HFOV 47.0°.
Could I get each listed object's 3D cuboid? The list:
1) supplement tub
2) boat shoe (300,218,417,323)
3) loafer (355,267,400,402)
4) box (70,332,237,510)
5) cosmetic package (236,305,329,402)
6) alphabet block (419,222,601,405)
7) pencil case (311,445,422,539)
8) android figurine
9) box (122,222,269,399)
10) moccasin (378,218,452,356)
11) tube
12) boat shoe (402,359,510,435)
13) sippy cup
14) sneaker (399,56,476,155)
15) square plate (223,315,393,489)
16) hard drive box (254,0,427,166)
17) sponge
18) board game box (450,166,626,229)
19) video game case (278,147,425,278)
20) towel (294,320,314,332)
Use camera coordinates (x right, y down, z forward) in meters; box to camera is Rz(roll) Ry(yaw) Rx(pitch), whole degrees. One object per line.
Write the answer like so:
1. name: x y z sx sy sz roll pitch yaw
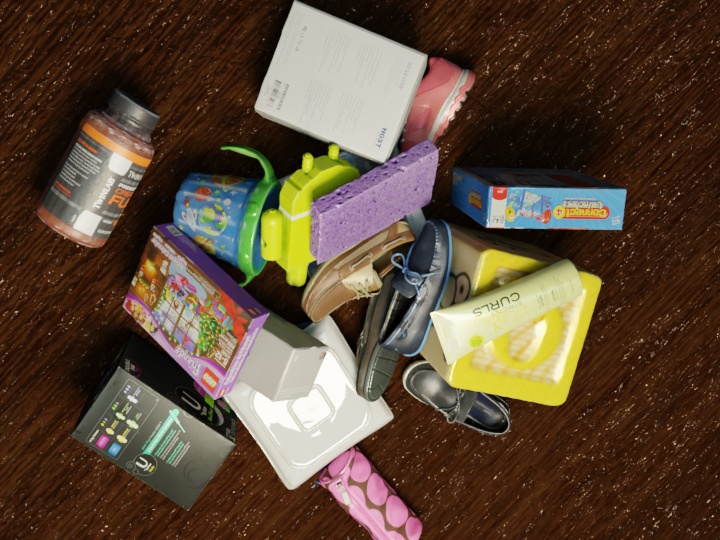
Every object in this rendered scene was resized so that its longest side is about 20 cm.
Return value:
1. supplement tub: -0.351 -0.141 1.127 0.105 0.107 0.203 30 97 -14
2. boat shoe: 0.000 0.000 1.185 0.200 0.076 0.074 -46 60 -4
3. loafer: 0.027 0.093 1.241 0.072 0.062 0.205 32 74 -55
4. box: -0.290 0.214 1.193 0.198 0.149 0.125 36 96 -14
5. cosmetic package: -0.154 0.098 1.163 0.198 0.106 0.092 32 100 26
6. alphabet block: 0.197 0.057 1.197 0.191 0.200 0.200 10 102 -18
7. pencil case: 0.017 0.371 1.304 0.090 0.094 0.201 -41 106 3
8. android figurine: -0.061 -0.077 1.143 0.180 0.041 0.204 -26 138 -34
9. box: -0.224 0.053 1.106 0.199 0.039 0.139 39 117 20
10. moccasin: 0.075 0.027 1.158 0.067 0.080 0.205 7 104 -25
11. tube: 0.189 0.049 1.063 0.196 0.052 0.059 -23 70 -4
12. boat shoe: 0.156 0.202 1.304 0.197 0.062 0.076 29 99 -12
13. sippy cup: -0.189 -0.075 1.156 0.127 0.140 0.182 14 70 7
14. sneaker: 0.085 -0.219 1.201 0.086 0.074 0.202 33 84 1
15. square plate: -0.077 0.202 1.236 0.198 0.028 0.200 -34 106 -2
16. hard drive box: -0.025 -0.252 1.136 0.196 0.077 0.159 23 93 3
17. sponge: 0.018 -0.092 1.125 0.197 0.113 0.030 -30 63 -20
18. board game box: 0.245 -0.105 1.178 0.190 0.200 0.057 1 104 -8
19. video game case: -0.011 -0.085 1.235 0.196 0.023 0.186 -24 105 -2
20. towel: -0.072 0.180 1.271 0.109 0.049 0.205 -15 104 -6
